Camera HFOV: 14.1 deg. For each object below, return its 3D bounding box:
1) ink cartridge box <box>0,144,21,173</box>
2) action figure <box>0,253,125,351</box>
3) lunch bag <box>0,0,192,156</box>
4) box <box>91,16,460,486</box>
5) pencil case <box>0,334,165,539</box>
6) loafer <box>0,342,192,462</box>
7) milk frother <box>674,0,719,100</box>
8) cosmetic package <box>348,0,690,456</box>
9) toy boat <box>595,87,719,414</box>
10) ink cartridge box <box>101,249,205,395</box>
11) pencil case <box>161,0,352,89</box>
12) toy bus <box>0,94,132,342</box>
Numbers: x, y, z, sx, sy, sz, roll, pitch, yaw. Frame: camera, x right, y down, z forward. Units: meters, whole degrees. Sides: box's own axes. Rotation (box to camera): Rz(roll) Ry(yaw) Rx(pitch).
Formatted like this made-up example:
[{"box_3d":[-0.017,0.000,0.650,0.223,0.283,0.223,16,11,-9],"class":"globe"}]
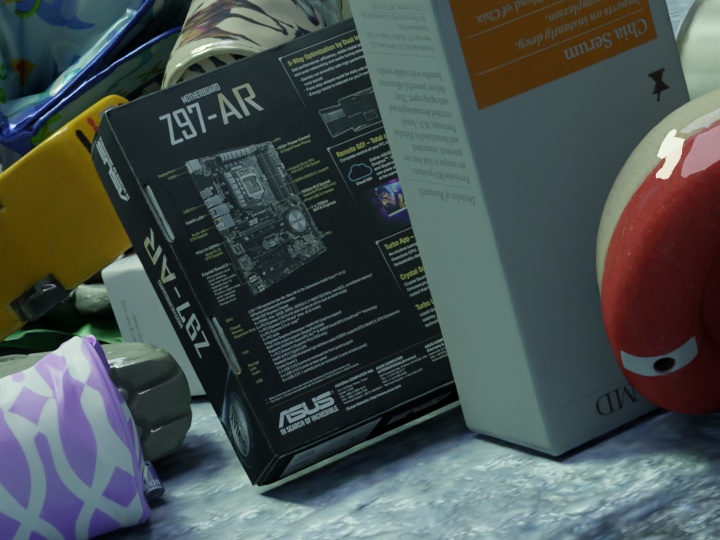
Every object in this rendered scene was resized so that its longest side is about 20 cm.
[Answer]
[{"box_3d":[-0.225,-0.068,1.661,0.144,0.085,0.199,-21,-1,42],"class":"ink cartridge box"},{"box_3d":[-0.161,0.011,1.481,0.199,0.055,0.118,-8,20,44],"class":"action figure"},{"box_3d":[-0.132,-0.148,1.526,0.127,0.201,0.170,24,-2,8],"class":"lunch bag"},{"box_3d":[0.011,-0.023,1.198,0.199,0.161,0.044,-23,-14,-22],"class":"box"},{"box_3d":[-0.179,0.087,1.147,0.199,0.084,0.086,-19,51,-11],"class":"pencil case"},{"box_3d":[-0.168,0.076,1.226,0.199,0.070,0.070,-13,7,-9],"class":"loafer"},{"box_3d":[0.201,-0.101,1.204,0.180,0.201,0.188,-32,21,-35],"class":"milk frother"},{"box_3d":[0.072,-0.043,1.121,0.101,0.201,0.071,-23,17,-24],"class":"cosmetic package"},{"box_3d":[0.186,0.004,1.041,0.199,0.131,0.131,-14,44,4],"class":"toy boat"},{"box_3d":[0.000,0.000,1.303,0.199,0.068,0.115,-6,18,34],"class":"ink cartridge box"},{"box_3d":[-0.041,-0.110,1.395,0.078,0.089,0.200,-41,17,25],"class":"pencil case"},{"box_3d":[-0.179,0.000,1.377,0.200,0.065,0.078,-34,6,29],"class":"toy bus"}]
